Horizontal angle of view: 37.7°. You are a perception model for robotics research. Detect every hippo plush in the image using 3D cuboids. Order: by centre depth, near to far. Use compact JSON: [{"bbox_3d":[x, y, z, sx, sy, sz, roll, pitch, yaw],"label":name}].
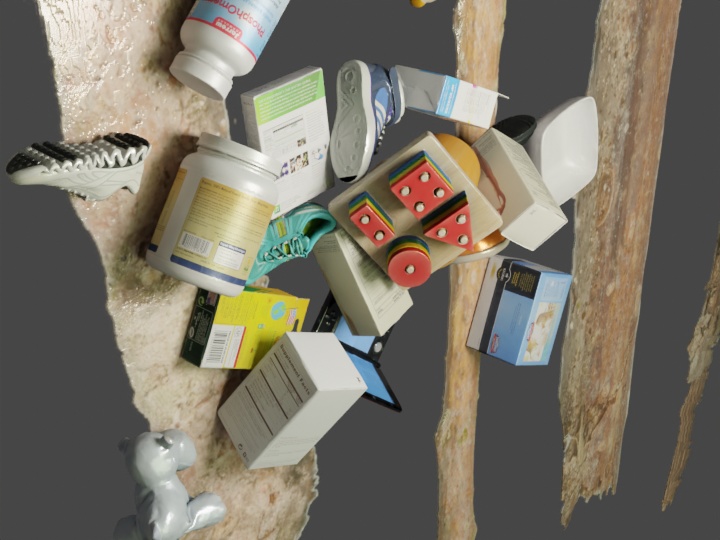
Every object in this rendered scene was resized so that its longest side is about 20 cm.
[{"bbox_3d":[-0.309,0.318,1.547,0.200,0.159,0.161,-10,83,-63],"label":"hippo plush"}]

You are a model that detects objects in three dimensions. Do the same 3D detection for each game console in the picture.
[{"bbox_3d":[0.017,0.130,1.831,0.200,0.119,0.173,31,82,-51],"label":"game console"}]

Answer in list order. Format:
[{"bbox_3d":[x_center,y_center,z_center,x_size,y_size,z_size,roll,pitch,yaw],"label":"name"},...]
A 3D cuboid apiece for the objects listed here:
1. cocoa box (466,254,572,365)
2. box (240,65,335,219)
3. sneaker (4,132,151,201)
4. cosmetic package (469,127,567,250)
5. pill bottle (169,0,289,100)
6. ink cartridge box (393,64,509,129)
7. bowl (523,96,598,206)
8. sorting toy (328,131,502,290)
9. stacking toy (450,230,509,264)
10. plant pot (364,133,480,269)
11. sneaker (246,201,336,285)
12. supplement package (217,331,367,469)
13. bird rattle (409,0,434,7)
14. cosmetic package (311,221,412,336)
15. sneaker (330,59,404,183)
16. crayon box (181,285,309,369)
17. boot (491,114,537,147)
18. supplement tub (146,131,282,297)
[{"bbox_3d":[0.326,0.082,2.162,0.133,0.131,0.200,5,102,-50],"label":"cocoa box"},{"bbox_3d":[-0.108,-0.195,1.609,0.144,0.036,0.200,-31,129,-38],"label":"box"},{"bbox_3d":[-0.352,-0.121,1.330,0.200,0.075,0.081,-14,125,-45],"label":"sneaker"},{"bbox_3d":[0.266,-0.144,1.855,0.103,0.200,0.087,25,121,-41],"label":"cosmetic package"},{"bbox_3d":[-0.172,-0.334,1.411,0.109,0.109,0.200,36,78,-50],"label":"pill bottle"},{"bbox_3d":[0.152,-0.292,1.804,0.200,0.115,0.068,5,103,-50],"label":"ink cartridge box"},{"bbox_3d":[0.400,-0.246,2.150,0.200,0.075,0.200,-36,132,-35],"label":"bowl"},{"bbox_3d":[0.088,-0.075,1.631,0.200,0.070,0.199,-35,117,17],"label":"sorting toy"},{"bbox_3d":[0.186,-0.122,1.932,0.146,0.146,0.200,-28,111,-39],"label":"stacking toy"},{"bbox_3d":[0.114,-0.132,1.788,0.183,0.200,0.200,-54,141,-42],"label":"plant pot"},{"bbox_3d":[-0.120,-0.044,1.625,0.200,0.080,0.078,-41,133,-30],"label":"sneaker"},{"bbox_3d":[-0.109,0.203,1.654,0.117,0.117,0.200,7,132,-50],"label":"supplement package"},{"bbox_3d":[0.115,-0.520,1.707,0.200,0.113,0.163,-53,152,-39],"label":"bird rattle"},{"bbox_3d":[0.000,0.000,1.742,0.105,0.071,0.200,-41,117,-40],"label":"cosmetic package"},{"bbox_3d":[0.025,-0.230,1.687,0.146,0.080,0.200,8,81,-52],"label":"sneaker"},{"bbox_3d":[-0.175,0.089,1.641,0.200,0.051,0.127,10,98,-50],"label":"crayon box"},{"bbox_3d":[0.272,-0.186,2.028,0.198,0.073,0.163,-39,130,-23],"label":"boot"},{"bbox_3d":[-0.199,-0.077,1.465,0.144,0.144,0.200,22,90,-51],"label":"supplement tub"}]
